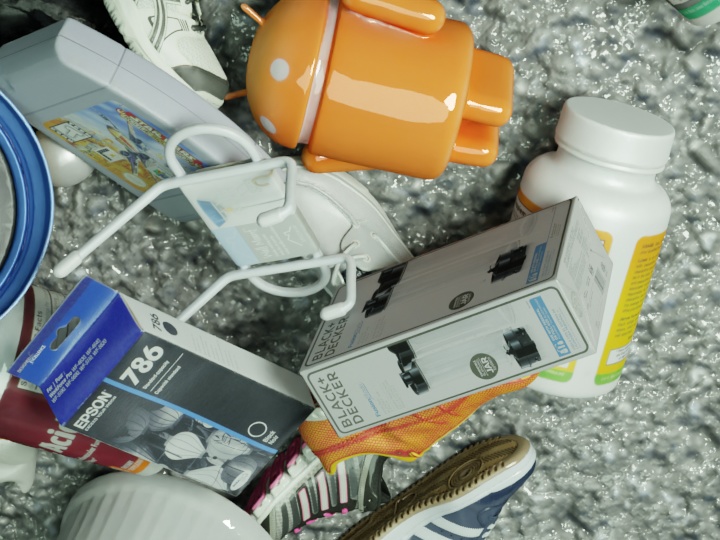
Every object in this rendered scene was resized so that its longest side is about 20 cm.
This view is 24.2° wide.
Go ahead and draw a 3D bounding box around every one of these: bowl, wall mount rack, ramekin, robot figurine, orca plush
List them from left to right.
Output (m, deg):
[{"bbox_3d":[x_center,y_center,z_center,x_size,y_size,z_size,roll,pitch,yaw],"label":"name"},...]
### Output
[{"bbox_3d":[-0.307,-0.045,1.124,0.199,0.039,0.202,1,88,-30],"label":"bowl"},{"bbox_3d":[-0.209,-0.154,1.191,0.200,0.071,0.105,42,106,-15],"label":"orca plush"},{"bbox_3d":[-0.160,0.261,1.305,0.199,0.098,0.201,12,131,14],"label":"ramekin"},{"bbox_3d":[-0.103,-0.009,1.155,0.173,0.075,0.200,-11,142,18],"label":"wall mount rack"},{"bbox_3d":[0.006,-0.129,1.177,0.199,0.144,0.118,13,83,-5],"label":"robot figurine"}]

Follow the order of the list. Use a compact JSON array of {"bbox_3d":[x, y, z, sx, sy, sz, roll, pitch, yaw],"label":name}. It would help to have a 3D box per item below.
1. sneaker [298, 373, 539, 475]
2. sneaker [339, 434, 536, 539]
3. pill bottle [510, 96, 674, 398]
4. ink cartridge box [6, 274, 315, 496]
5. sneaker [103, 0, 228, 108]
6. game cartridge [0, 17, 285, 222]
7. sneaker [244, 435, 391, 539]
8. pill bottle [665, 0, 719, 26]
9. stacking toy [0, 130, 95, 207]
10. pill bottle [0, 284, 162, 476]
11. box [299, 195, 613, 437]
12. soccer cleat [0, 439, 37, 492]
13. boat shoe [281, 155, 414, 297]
[{"bbox_3d":[0.048,0.095,1.222,0.199,0.073,0.077,-19,112,29],"label":"sneaker"},{"bbox_3d":[0.080,0.218,1.338,0.200,0.070,0.109,-35,103,20],"label":"sneaker"},{"bbox_3d":[0.162,-0.019,1.222,0.110,0.111,0.201,12,111,-5],"label":"pill bottle"},{"bbox_3d":[-0.137,0.085,1.168,0.199,0.039,0.100,27,115,-33],"label":"ink cartridge box"},{"bbox_3d":[-0.138,-0.207,1.155,0.087,0.076,0.201,-32,95,6],"label":"sneaker"},{"bbox_3d":[-0.155,-0.099,1.167,0.200,0.133,0.042,35,69,-30],"label":"game cartridge"},{"bbox_3d":[-0.023,0.170,1.317,0.087,0.074,0.200,39,102,-8],"label":"sneaker"},{"bbox_3d":[0.193,-0.268,1.122,0.200,0.113,0.113,38,107,-14],"label":"pill bottle"},{"bbox_3d":[-0.285,-0.068,1.211,0.199,0.146,0.147,-14,112,-10],"label":"stacking toy"},{"bbox_3d":[-0.230,0.074,1.235,0.199,0.114,0.115,18,112,-24],"label":"pill bottle"},{"bbox_3d":[0.066,0.033,1.143,0.199,0.117,0.060,-21,114,27],"label":"box"},{"bbox_3d":[-0.353,0.148,1.317,0.198,0.069,0.078,-2,115,-2],"label":"soccer cleat"},{"bbox_3d":[0.000,0.000,1.253,0.072,0.069,0.200,-34,108,13],"label":"boat shoe"}]
